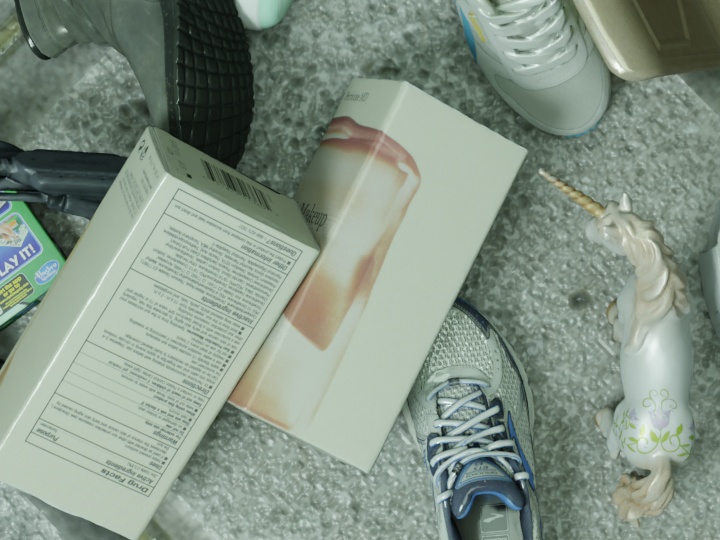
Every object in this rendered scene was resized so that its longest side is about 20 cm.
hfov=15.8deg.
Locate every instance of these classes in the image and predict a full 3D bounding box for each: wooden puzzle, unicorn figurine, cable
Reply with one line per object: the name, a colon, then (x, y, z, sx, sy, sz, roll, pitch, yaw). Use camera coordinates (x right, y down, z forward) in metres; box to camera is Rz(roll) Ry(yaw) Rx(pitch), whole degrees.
wooden puzzle: (0.137, -0.189, 1.439, 0.037, 0.200, 0.186, -29, 85, 26)
unicorn figurine: (0.157, 0.039, 1.438, 0.073, 0.137, 0.201, -15, 85, 0)
cable: (-0.197, 0.010, 1.460, 0.199, 0.051, 0.164, 1, 109, -18)

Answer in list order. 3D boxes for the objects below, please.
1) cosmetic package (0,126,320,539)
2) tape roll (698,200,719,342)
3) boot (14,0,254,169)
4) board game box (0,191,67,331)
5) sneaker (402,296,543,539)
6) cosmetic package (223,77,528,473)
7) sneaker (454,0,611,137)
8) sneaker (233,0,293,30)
cosmetic package: (-0.119, 0.035, 1.418, 0.105, 0.071, 0.201, 28, 106, -24)
tape roll: (0.296, -0.001, 1.473, 0.201, 0.071, 0.204, 0, 86, 1)
boot: (-0.136, -0.138, 1.481, 0.130, 0.068, 0.202, -12, 85, 37)
board game box: (-0.282, 0.006, 1.500, 0.200, 0.029, 0.135, -36, 87, -2)
sneaker: (0.070, 0.110, 1.460, 0.076, 0.085, 0.201, -14, 85, 0)
cosmetic package: (0.000, 0.000, 1.452, 0.087, 0.103, 0.201, 28, 85, -18)
sneaker: (0.085, -0.153, 1.452, 0.076, 0.081, 0.201, -23, 118, 10)
sneaker: (0.015, -0.206, 1.487, 0.118, 0.074, 0.201, 31, 84, 9)
